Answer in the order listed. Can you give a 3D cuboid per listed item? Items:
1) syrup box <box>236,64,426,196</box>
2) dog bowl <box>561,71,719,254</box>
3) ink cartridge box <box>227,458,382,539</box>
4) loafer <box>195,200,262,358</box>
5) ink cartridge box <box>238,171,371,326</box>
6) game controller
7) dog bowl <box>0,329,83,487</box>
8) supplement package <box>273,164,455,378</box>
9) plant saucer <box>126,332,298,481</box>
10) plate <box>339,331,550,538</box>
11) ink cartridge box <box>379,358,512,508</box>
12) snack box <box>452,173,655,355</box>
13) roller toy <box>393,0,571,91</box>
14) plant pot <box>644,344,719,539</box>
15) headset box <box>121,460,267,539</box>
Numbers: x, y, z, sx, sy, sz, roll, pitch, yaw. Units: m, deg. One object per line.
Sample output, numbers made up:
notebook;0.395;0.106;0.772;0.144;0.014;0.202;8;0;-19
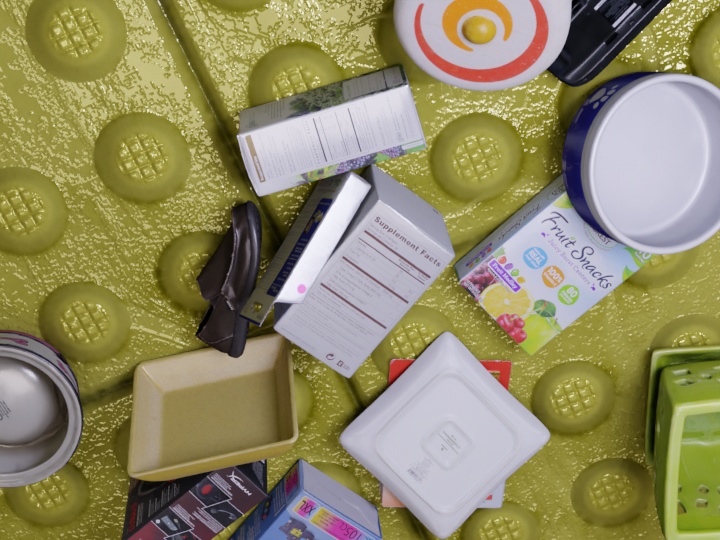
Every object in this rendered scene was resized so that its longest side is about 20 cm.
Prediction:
syrup box;-0.034;-0.158;1.447;0.199;0.079;0.082;-17;116;4
dog bowl;0.332;-0.123;1.455;0.199;0.079;0.201;-4;103;-16
ink cartridge box;-0.085;0.366;1.694;0.136;0.076;0.200;35;110;-18
loafer;-0.158;0.012;1.521;0.071;0.073;0.201;8;113;-6
ink cartridge box;-0.064;-0.021;1.459;0.037;0.095;0.201;35;83;-19
game controller;0.280;-0.289;1.412;0.200;0.042;0.104;-46;132;16
dog bowl;-0.434;0.161;1.575;0.199;0.074;0.201;-2;116;-3
supplement package;0.000;0.000;1.502;0.117;0.117;0.200;34;108;-18
plant saucer;-0.170;0.170;1.531;0.199;0.200;0.049;-13;126;3
plate;0.108;0.213;1.620;0.200;0.032;0.200;-44;102;4
ink cartridge box;0.111;0.211;1.647;0.161;0.050;0.201;1;118;-5
snack box;0.232;-0.013;1.546;0.200;0.053;0.142;-40;112;14
roller toy;0.126;-0.286;1.334;0.182;0.140;0.200;-13;133;24
plant pot;0.451;0.198;1.589;0.198;0.182;0.201;-3;116;-2
headset box;-0.211;0.273;1.599;0.200;0.149;0.075;-39;113;14
